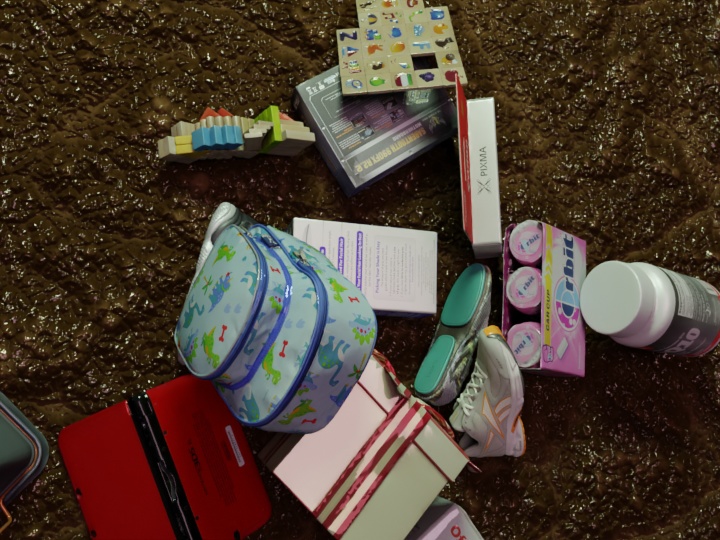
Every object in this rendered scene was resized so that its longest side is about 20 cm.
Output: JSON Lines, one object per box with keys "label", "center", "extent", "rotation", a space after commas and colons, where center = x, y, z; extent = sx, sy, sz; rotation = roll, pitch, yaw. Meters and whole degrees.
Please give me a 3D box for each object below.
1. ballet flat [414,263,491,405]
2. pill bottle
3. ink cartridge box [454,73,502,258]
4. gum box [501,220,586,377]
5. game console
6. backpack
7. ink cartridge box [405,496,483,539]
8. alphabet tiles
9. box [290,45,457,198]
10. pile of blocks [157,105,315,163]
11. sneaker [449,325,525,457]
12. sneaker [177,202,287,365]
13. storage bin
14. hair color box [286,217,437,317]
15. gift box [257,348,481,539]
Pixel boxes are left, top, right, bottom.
{"label": "ballet flat", "center": [0.135, 0.091, 0.849], "extent": [0.071, 0.072, 0.203], "rotation": [29, 74, -8]}
{"label": "pill bottle", "center": [0.405, 0.053, 0.869], "extent": [0.197, 0.113, 0.117], "rotation": [11, 77, -31]}
{"label": "ink cartridge box", "center": [0.161, -0.132, 0.832], "extent": [0.044, 0.176, 0.205], "rotation": [-4, 80, 14]}
{"label": "gum box", "center": [0.253, 0.038, 0.859], "extent": [0.112, 0.065, 0.205], "rotation": [15, 74, -41]}
{"label": "game console", "center": [-0.227, 0.242, 0.740], "extent": [0.171, 0.118, 0.204], "rotation": [-19, 85, -49]}
{"label": "backpack", "center": [-0.094, 0.063, 0.650], "extent": [0.146, 0.199, 0.185], "rotation": [24, 99, -43]}
{"label": "ink cartridge box", "center": [0.073, 0.400, 0.759], "extent": [0.198, 0.083, 0.148], "rotation": [-34, 90, -17]}
{"label": "alphabet tiles", "center": [0.049, -0.316, 0.864], "extent": [0.163, 0.008, 0.203], "rotation": [-5, 56, -1]}
{"label": "box", "center": [0.025, -0.221, 0.874], "extent": [0.198, 0.048, 0.160], "rotation": [-33, 90, -18]}
{"label": "pile of blocks", "center": [-0.159, -0.184, 0.800], "extent": [0.196, 0.082, 0.064], "rotation": [-8, 82, -16]}
{"label": "sneaker", "center": [0.155, 0.165, 0.791], "extent": [0.090, 0.076, 0.204], "rotation": [-12, 117, -1]}
{"label": "sneaker", "center": [-0.152, 0.026, 0.769], "extent": [0.112, 0.075, 0.204], "rotation": [17, 78, -15]}
{"label": "storage bin", "center": [-0.431, 0.229, 0.626], "extent": [0.146, 0.134, 0.200], "rotation": [45, 73, -3]}
{"label": "hair color box", "center": [0.000, 0.000, 0.821], "extent": [0.196, 0.065, 0.112], "rotation": [5, 79, -16]}
{"label": "gift box", "center": [0.012, 0.211, 0.721], "extent": [0.185, 0.200, 0.187], "rotation": [47, 71, -8]}
